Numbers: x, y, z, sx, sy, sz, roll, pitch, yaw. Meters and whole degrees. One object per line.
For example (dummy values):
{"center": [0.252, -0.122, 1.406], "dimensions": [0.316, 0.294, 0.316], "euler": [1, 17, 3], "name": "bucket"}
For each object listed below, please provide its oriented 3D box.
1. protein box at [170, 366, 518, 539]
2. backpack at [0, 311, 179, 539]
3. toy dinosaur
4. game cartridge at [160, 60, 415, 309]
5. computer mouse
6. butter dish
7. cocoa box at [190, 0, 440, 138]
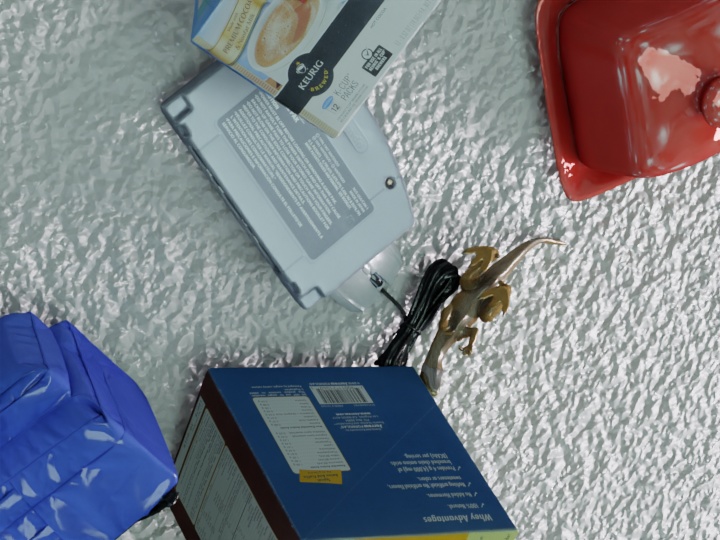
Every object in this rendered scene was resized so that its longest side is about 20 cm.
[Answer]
{"center": [-0.019, 0.190, 1.736], "dimensions": [0.197, 0.200, 0.136], "euler": [1, 127, -31], "name": "protein box"}
{"center": [-0.263, 0.144, 1.619], "dimensions": [0.200, 0.163, 0.168], "euler": [-42, 117, 6], "name": "backpack"}
{"center": [0.104, 0.013, 1.828], "dimensions": [0.060, 0.106, 0.200], "euler": [41, 71, 5], "name": "toy dinosaur"}
{"center": [-0.049, -0.087, 1.696], "dimensions": [0.133, 0.041, 0.201], "euler": [-37, 109, -8], "name": "game cartridge"}
{"center": [0.000, 0.000, 1.783], "dimensions": [0.110, 0.044, 0.200], "euler": [-51, 126, -2], "name": "computer mouse"}
{"center": [0.263, -0.158, 1.812], "dimensions": [0.199, 0.148, 0.201], "euler": [-24, 120, -20], "name": "butter dish"}
{"center": [-0.015, -0.226, 1.565], "dimensions": [0.131, 0.134, 0.200], "euler": [33, 111, -17], "name": "cocoa box"}
